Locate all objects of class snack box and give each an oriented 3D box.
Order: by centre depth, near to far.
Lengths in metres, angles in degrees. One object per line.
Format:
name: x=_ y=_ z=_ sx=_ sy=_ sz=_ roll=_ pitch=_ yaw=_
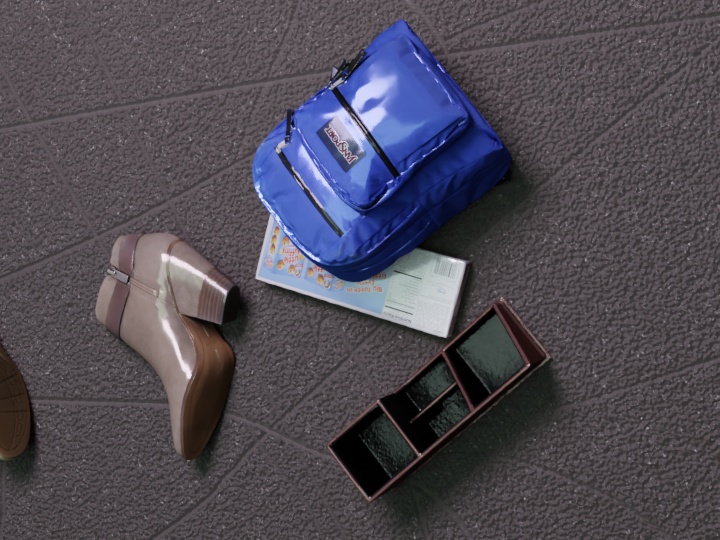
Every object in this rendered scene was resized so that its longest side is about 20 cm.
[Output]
snack box: x=0.000 y=0.000 z=1.179 sx=0.198 sy=0.024 sz=0.073 roll=17 pitch=97 yaw=18

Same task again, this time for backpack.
backpack: x=0.004 y=-0.100 z=1.096 sx=0.199 sy=0.168 sz=0.163 roll=-39 pitch=71 yaw=7

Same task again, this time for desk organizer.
desk organizer: x=0.068 y=0.117 z=1.131 sx=0.200 sy=0.077 sz=0.072 roll=-43 pitch=78 yaw=16

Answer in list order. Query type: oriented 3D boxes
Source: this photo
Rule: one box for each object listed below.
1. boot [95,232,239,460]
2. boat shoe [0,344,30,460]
boot: x=-0.196 y=0.066 z=1.236 sx=0.145 sy=0.070 sz=0.203 roll=18 pitch=96 yaw=24
boat shoe: x=-0.403 y=0.107 z=1.306 sx=0.065 sy=0.072 sz=0.202 roll=-30 pitch=79 yaw=26
